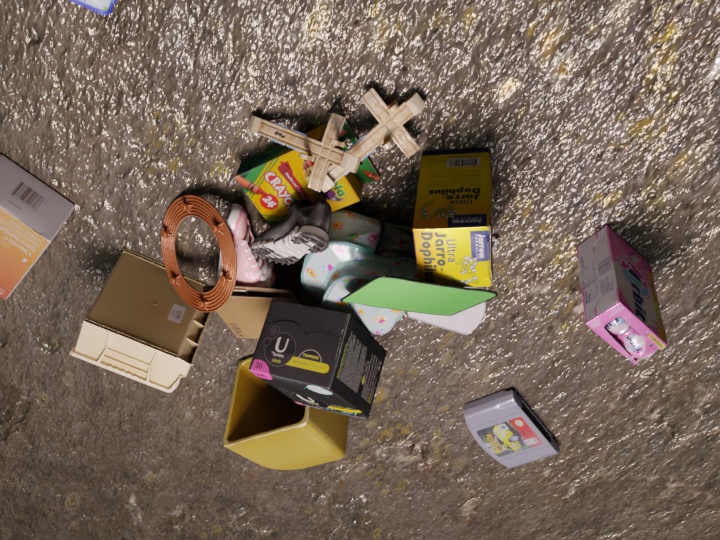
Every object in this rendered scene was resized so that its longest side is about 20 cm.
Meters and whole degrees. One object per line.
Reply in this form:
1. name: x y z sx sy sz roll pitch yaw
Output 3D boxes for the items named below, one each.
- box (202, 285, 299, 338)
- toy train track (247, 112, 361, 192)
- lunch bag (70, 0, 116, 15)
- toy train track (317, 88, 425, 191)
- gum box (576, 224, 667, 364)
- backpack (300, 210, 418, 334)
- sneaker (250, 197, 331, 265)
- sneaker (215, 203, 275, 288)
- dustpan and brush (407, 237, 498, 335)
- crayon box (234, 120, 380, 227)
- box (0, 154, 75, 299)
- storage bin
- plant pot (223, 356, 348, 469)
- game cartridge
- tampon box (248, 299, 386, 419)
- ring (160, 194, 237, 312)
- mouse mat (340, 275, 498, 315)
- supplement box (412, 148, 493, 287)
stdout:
1. box: -0.178 0.081 1.396 0.161 0.022 0.201 2 153 12
2. toy train track: -0.091 -0.191 1.142 0.198 0.032 0.116 25 100 24
3. lunch bag: -0.375 -0.451 0.971 0.199 0.128 0.170 34 128 -6
4. toy train track: 0.013 -0.187 1.135 0.199 0.033 0.115 -39 108 13
5. gum box: 0.403 0.038 1.191 0.113 0.201 0.066 37 127 -19
6. backpack: 0.000 0.000 1.264 0.198 0.155 0.176 23 141 -6
7. sneaker: -0.105 -0.066 1.219 0.066 0.092 0.199 29 156 -30
8. sneaker: -0.191 -0.027 1.329 0.103 0.076 0.202 13 133 -4
9. dustpan and brush: 0.182 0.022 1.324 0.138 0.058 0.200 17 138 -19
10. crayon box: -0.084 -0.148 1.222 0.198 0.051 0.127 -20 123 24
11. box: -0.626 -0.072 1.346 0.152 0.107 0.200 36 126 -20
12. storage bin: -0.378 0.088 1.375 0.197 0.201 0.094 24 128 -10
13. plant pot: -0.121 0.285 1.509 0.194 0.196 0.200 -20 133 25
14. game cartridge: 0.302 0.328 1.564 0.132 0.041 0.200 -24 122 31
15. tampon box: -0.065 0.152 1.283 0.148 0.128 0.200 8 160 24
16. ring: -0.280 -0.026 1.300 0.199 0.019 0.203 11 108 38
17. mouse mat: 0.084 0.040 1.142 0.197 0.008 0.161 10 161 -21
18. supplement box: 0.141 -0.081 1.139 0.108 0.201 0.110 -2 129 11
